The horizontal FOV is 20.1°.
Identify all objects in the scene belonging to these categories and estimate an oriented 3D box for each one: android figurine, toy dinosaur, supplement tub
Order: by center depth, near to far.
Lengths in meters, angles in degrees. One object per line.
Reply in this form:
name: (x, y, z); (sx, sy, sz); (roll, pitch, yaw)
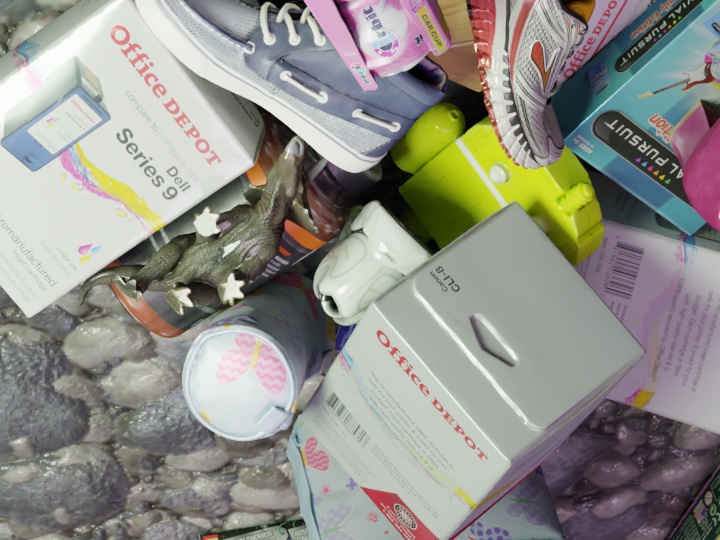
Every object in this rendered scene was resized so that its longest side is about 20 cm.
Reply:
toy dinosaur: (-0.099, -0.007, 1.360); (0.200, 0.077, 0.102); (-36, 175, 26)
supplement tub: (-0.084, -0.042, 1.447); (0.200, 0.107, 0.107); (-31, 133, 16)
android figurine: (0.099, -0.039, 1.465); (0.041, 0.182, 0.200); (-35, 180, -35)

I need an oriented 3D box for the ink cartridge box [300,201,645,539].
ink cartridge box: (0.075, 0.080, 1.426); (0.144, 0.145, 0.200); (-35, 169, -28)

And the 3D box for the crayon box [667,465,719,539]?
crayon box: (0.383, 0.255, 1.897); (0.172, 0.058, 0.200); (8, 130, -23)

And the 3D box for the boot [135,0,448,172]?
boot: (-0.042, -0.150, 1.308); (0.200, 0.073, 0.090); (33, 126, -23)

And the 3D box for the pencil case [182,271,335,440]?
pencil case: (-0.071, 0.062, 1.490); (0.083, 0.200, 0.091); (-29, 95, 12)

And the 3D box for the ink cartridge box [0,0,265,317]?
ink cartridge box: (-0.184, -0.087, 1.360); (0.200, 0.088, 0.145); (-32, 109, 14)

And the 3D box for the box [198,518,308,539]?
box: (-0.073, 0.303, 1.831); (0.136, 0.040, 0.200); (-8, 135, -10)

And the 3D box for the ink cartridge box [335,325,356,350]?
ink cartridge box: (0.084, 0.046, 1.628); (0.199, 0.039, 0.100); (3, 133, -17)

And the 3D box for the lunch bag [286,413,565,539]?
lunch bag: (0.045, 0.193, 1.667); (0.199, 0.170, 0.127); (1, 136, -21)

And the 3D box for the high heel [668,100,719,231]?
high heel: (0.278, -0.118, 1.320); (0.067, 0.096, 0.200); (27, 119, -33)

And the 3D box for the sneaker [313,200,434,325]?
sneaker: (0.000, 0.000, 1.474); (0.075, 0.200, 0.081); (43, 86, 2)

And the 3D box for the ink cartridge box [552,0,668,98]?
ink cartridge box: (0.189, -0.172, 1.424); (0.199, 0.068, 0.115); (12, 127, -25)

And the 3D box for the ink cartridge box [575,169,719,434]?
ink cartridge box: (0.230, 0.026, 1.523); (0.199, 0.086, 0.148); (17, 119, 8)

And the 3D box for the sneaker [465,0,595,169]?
sneaker: (0.113, -0.145, 1.301); (0.082, 0.078, 0.200); (-9, 135, 4)

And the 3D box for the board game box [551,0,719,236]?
board game box: (0.250, -0.131, 1.398); (0.151, 0.047, 0.200); (31, 117, -36)

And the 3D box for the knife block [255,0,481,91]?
knife block: (0.034, -0.200, 1.342); (0.175, 0.064, 0.200); (22, 131, -26)

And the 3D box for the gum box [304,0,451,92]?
gum box: (-0.011, -0.213, 1.235); (0.066, 0.200, 0.114); (-26, 133, 10)
